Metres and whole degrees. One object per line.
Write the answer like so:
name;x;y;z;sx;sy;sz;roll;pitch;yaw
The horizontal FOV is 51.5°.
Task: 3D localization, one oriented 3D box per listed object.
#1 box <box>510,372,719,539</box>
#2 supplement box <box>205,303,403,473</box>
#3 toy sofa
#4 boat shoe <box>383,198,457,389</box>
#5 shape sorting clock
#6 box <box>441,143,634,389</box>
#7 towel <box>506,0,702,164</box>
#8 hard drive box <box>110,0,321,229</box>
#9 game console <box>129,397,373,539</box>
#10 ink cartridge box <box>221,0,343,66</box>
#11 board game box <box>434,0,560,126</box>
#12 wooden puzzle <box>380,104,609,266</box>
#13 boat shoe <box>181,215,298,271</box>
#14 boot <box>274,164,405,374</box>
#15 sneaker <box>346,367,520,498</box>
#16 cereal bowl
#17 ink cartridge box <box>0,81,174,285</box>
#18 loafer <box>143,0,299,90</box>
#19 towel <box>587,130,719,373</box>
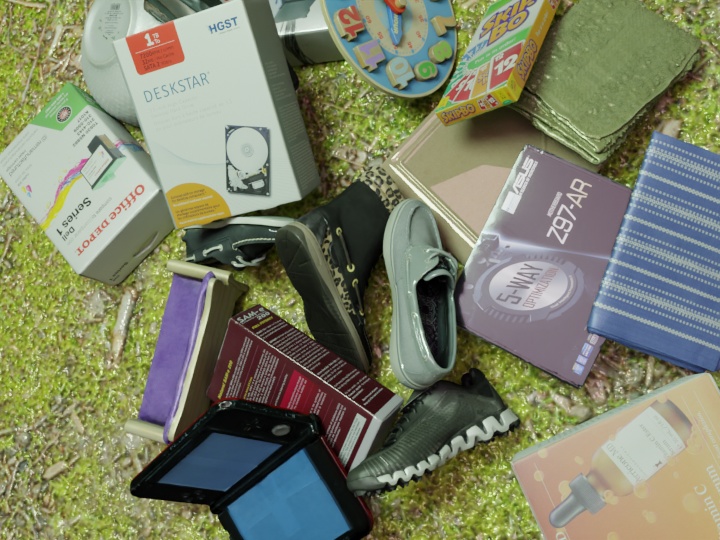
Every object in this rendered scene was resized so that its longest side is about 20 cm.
box;0.265;0.209;0.708;0.198;0.106;0.154;-27;75;8
supplement box;-0.064;0.137;0.808;0.199;0.061;0.110;32;117;17
toy sofa;-0.203;0.093;0.851;0.082;0.098;0.203;11;84;16
boat shoe;0.070;0.015;0.750;0.071;0.069;0.204;-28;55;50
shape sorting clock;0.036;-0.288;0.822;0.039;0.198;0.203;-12;73;54
box;0.197;-0.005;0.767;0.159;0.043;0.202;28;93;16
towel;0.254;-0.214;0.796;0.148;0.037;0.200;41;75;16
hard drive box;-0.147;-0.162;0.784;0.154;0.077;0.203;-12;105;19
game console;-0.116;0.237;0.760;0.200;0.171;0.120;-42;45;31
ink cartridge box;-0.074;-0.332;0.898;0.197;0.086;0.149;-4;81;12
board game box;0.153;-0.241;0.792;0.095;0.030;0.201;-11;41;48
wooden puzzle;0.146;-0.117;0.835;0.200;0.037;0.185;-47;73;7
boat shoe;-0.135;-0.030;0.842;0.199;0.075;0.061;1;89;52
boot;0.000;0.000;0.813;0.073;0.202;0.151;8;42;45
sneaker;0.063;0.157;0.754;0.198;0.067;0.091;-20;75;-25
cereal bowl;-0.276;-0.281;0.909;0.198;0.083;0.203;-6;80;35
ink cartridge box;-0.331;-0.105;0.923;0.145;0.084;0.200;-44;74;3
loafer;-0.156;-0.256;0.835;0.200;0.072;0.063;43;122;-5
towel;0.311;-0.014;0.719;0.143;0.024;0.203;18;92;-7
